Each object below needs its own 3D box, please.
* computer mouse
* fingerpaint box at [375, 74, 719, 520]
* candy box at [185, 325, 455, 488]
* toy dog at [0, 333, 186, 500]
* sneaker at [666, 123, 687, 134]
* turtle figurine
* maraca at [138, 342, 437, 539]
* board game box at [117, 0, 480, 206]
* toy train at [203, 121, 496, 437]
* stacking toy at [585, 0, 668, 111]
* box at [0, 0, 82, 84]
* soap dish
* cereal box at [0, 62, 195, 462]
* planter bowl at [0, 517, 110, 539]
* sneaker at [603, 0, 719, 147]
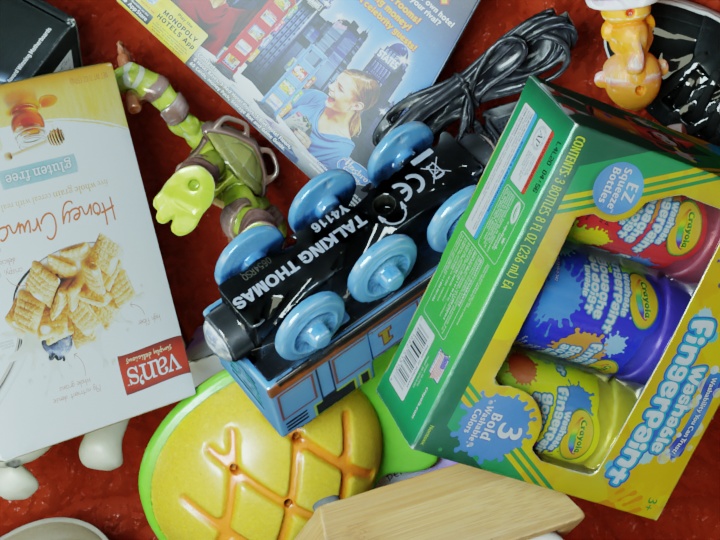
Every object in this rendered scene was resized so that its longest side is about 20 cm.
[{"bbox_3d":[0.106,-0.052,1.372,0.138,0.053,0.201,-34,114,3],"label":"computer mouse"},{"bbox_3d":[0.128,0.019,1.238,0.166,0.073,0.201,18,109,-26],"label":"fingerpaint box"},{"bbox_3d":[-0.001,0.109,1.448,0.167,0.072,0.201,-18,106,16],"label":"candy box"},{"bbox_3d":[-0.201,0.044,1.390,0.138,0.200,0.196,-4,109,11],"label":"toy dog"},{"bbox_3d":[0.149,0.007,1.345,0.115,0.074,0.201,-8,123,12],"label":"sneaker"},{"bbox_3d":[-0.077,-0.049,1.365,0.064,0.161,0.201,-31,112,8],"label":"turtle figurine"},{"bbox_3d":[-0.038,0.105,1.362,0.199,0.107,0.138,-27,123,-6],"label":"maraca"},{"bbox_3d":[-0.006,-0.172,1.354,0.200,0.062,0.200,42,110,-7],"label":"board game box"},{"bbox_3d":[0.000,0.000,1.284,0.199,0.115,0.087,-35,60,-14],"label":"toy train"},{"bbox_3d":[0.148,-0.189,1.287,0.115,0.110,0.202,-12,108,-11],"label":"stacking toy"},{"bbox_3d":[-0.284,-0.091,1.341,0.163,0.201,0.086,28,155,12],"label":"box"},{"bbox_3d":[0.022,0.180,1.319,0.156,0.200,0.082,-15,70,-24],"label":"soap dish"},{"bbox_3d":[-0.178,-0.006,1.278,0.039,0.143,0.202,-12,95,48],"label":"cereal box"},{"bbox_3d":[-0.193,0.283,1.495,0.199,0.201,0.135,-30,129,18],"label":"planter bowl"},{"bbox_3d":[0.224,-0.079,1.320,0.200,0.112,0.073,40,110,-6],"label":"sneaker"}]
